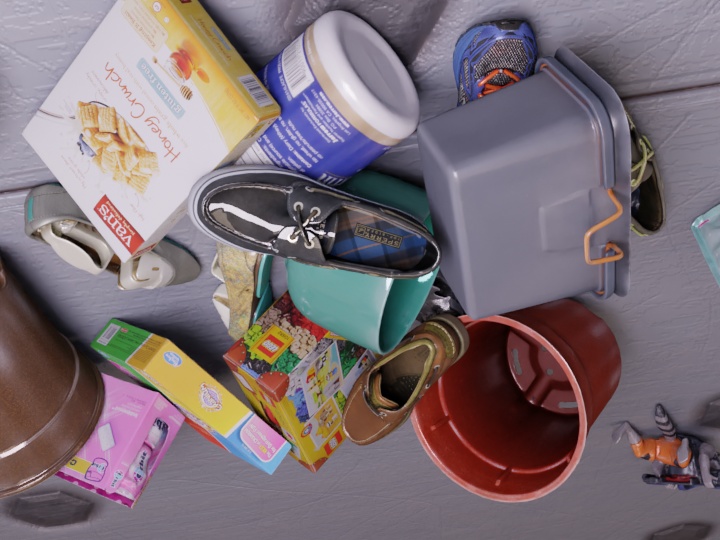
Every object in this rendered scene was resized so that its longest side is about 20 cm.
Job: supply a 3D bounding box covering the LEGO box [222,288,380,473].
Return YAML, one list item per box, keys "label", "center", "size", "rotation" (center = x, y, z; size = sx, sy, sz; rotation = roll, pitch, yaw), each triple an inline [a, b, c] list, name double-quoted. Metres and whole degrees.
- label: "LEGO box"
  center: [-0.049, 0.110, 1.010]
  size: [0.149, 0.077, 0.200]
  rotation: [-47, 149, -20]

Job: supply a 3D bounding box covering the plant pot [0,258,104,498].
- label: "plant pot"
  center: [-0.385, 0.090, 0.909]
  size: [0.200, 0.200, 0.198]
  rotation: [-10, 134, 2]

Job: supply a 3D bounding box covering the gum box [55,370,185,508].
- label: "gum box"
  center: [-0.302, 0.175, 1.010]
  size: [0.200, 0.114, 0.066]
  rotation: [12, 153, 29]

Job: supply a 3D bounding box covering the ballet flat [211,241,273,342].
- label: "ballet flat"
  center: [-0.126, 0.019, 0.963]
  size: [0.071, 0.071, 0.200]
  rotation: [-1, 142, -9]

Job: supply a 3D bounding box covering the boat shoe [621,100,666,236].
- label: "boat shoe"
  center: [0.245, -0.098, 0.851]
  size: [0.060, 0.072, 0.202]
  rotation: [25, 164, 34]

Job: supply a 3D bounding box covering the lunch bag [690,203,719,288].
- label: "lunch bag"
  center: [0.462, 0.020, 0.951]
  size: [0.170, 0.200, 0.122]
  rotation: [17, 136, -30]

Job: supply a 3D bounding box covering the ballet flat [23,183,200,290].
- label: "ballet flat"
  center: [-0.240, -0.014, 0.891]
  size: [0.067, 0.064, 0.200]
  rotation: [-31, 137, 27]

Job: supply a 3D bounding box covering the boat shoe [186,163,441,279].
- label: "boat shoe"
  center: [-0.030, -0.035, 0.695]
  size: [0.200, 0.057, 0.069]
  rotation: [11, 99, -18]

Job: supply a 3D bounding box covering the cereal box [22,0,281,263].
- label: "cereal box"
  center: [-0.171, -0.117, 0.722]
  size: [0.200, 0.040, 0.144]
  rotation: [-40, 88, 33]

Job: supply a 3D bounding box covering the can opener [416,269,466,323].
- label: "can opener"
  center: [0.043, 0.004, 0.984]
  size: [0.200, 0.067, 0.053]
  rotation: [36, 129, -27]

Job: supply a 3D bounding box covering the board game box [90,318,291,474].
- label: "board game box"
  center: [-0.187, 0.137, 1.007]
  size: [0.200, 0.040, 0.153]
  rotation: [47, 159, -30]

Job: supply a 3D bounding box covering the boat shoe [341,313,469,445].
- label: "boat shoe"
  center: [0.029, 0.120, 0.951]
  size: [0.068, 0.072, 0.200]
  rotation: [-26, 156, -54]

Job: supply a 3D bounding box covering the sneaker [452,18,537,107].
- label: "sneaker"
  center: [0.116, -0.131, 0.793]
  size: [0.075, 0.079, 0.200]
  rotation: [-5, 143, -5]

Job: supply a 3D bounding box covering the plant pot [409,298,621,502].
- label: "plant pot"
  center: [0.186, 0.123, 1.008]
  size: [0.201, 0.201, 0.195]
  rotation: [-39, 169, 34]

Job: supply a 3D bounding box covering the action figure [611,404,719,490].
- label: "action figure"
  center: [0.502, 0.274, 1.370]
  size: [0.200, 0.105, 0.193]
  rotation: [-6, 156, 41]

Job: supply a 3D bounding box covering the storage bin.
- label: "storage bin"
  center: [0.131, -0.050, 0.732]
  size: [0.134, 0.146, 0.200]
  rotation: [-19, 130, -6]

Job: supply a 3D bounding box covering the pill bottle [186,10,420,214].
- label: "pill bottle"
  center: [-0.059, -0.111, 0.757]
  size: [0.200, 0.116, 0.116]
  rotation: [-33, 136, 30]

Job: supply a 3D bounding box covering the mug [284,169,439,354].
- label: "mug"
  center: [-0.003, -0.001, 0.844]
  size: [0.114, 0.152, 0.185]
  rotation: [24, 116, 16]
